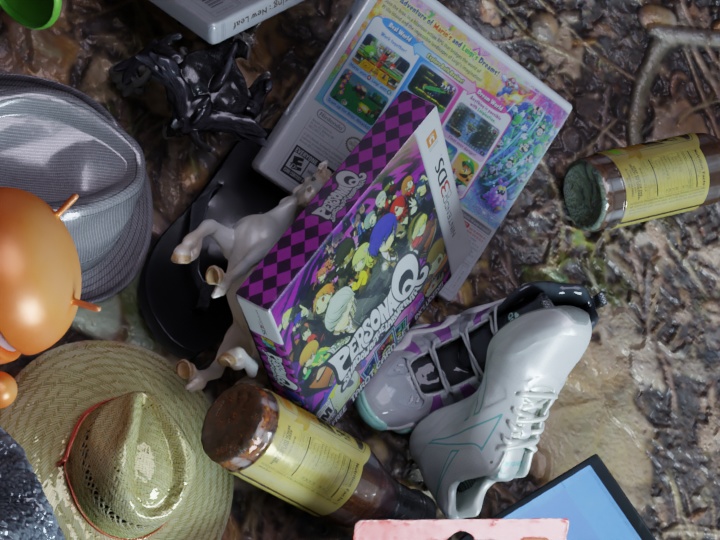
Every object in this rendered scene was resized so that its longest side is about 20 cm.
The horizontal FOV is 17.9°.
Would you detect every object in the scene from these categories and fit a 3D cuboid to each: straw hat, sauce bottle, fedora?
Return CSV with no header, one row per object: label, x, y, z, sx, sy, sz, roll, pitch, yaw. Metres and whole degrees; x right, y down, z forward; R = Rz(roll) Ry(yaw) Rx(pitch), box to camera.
straw hat,-0.155,0.133,1.571,0.201,0.085,0.201,9,69,-25
sauce bottle,-0.025,0.143,1.625,0.200,0.066,0.066,33,58,-41
fedora,-0.222,-0.067,1.603,0.200,0.090,0.177,12,68,-24
sauce bottle,0.260,-0.078,1.880,0.200,0.065,0.065,-12,79,-32

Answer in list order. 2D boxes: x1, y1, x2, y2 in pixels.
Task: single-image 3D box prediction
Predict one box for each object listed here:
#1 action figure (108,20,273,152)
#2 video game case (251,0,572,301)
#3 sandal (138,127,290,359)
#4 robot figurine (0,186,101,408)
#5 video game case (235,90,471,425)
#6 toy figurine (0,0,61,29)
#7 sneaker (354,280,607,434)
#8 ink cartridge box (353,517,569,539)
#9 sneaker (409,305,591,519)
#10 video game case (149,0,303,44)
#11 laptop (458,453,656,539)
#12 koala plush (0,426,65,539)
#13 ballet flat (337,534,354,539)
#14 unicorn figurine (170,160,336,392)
action figure,-0.114,-0.146,1.683,0.119,0.102,0.200,31,45,-14
video game case,0.042,-0.102,1.730,0.200,0.024,0.182,34,86,-27
sandal,-0.102,-0.028,1.681,0.076,0.043,0.200,32,61,-14
robot figurine,-0.270,0.013,1.502,0.144,0.200,0.117,-90,162,-51
video game case,0.000,0.000,1.628,0.036,0.181,0.200,27,65,27
toy figurine,-0.215,-0.288,1.645,0.184,0.150,0.200,-34,74,-35
sneaker,0.096,0.052,1.700,0.200,0.140,0.078,-25,86,-33
ink cartridge box,0.066,0.272,1.586,0.162,0.050,0.200,1,111,-16
sneaker,0.110,0.105,1.650,0.070,0.200,0.080,11,42,-31
video game case,-0.106,-0.252,1.705,0.182,0.022,0.200,-31,51,-32
laptop,0.132,0.268,1.666,0.200,0.103,0.177,-35,90,-32
koala plush,-0.228,0.220,1.467,0.177,0.184,0.200,-46,119,-19
ballet flat,-0.052,0.236,1.592,0.200,0.068,0.068,-22,123,-31
unicorn figurine,-0.072,0.005,1.627,0.074,0.200,0.137,27,28,25
